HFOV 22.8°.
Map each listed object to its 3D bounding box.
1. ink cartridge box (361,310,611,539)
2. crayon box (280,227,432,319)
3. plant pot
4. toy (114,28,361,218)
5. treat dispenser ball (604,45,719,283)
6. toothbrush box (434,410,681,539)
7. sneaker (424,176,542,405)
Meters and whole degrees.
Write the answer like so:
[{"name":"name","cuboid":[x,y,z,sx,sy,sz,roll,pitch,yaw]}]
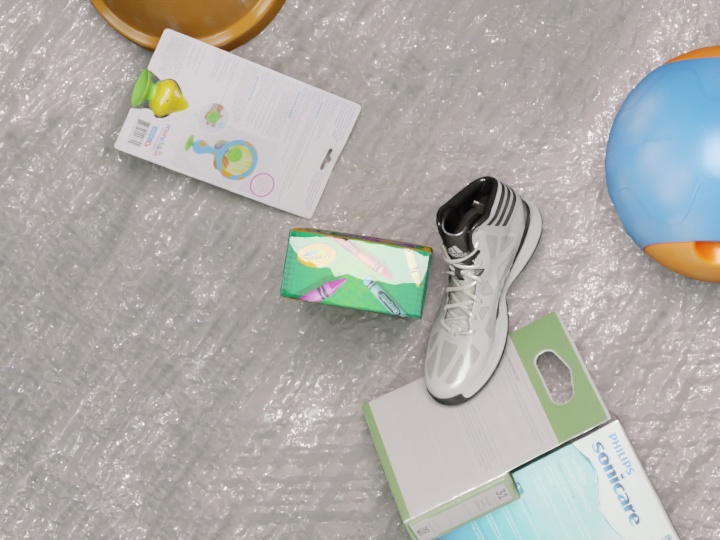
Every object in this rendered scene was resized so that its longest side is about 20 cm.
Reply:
[{"name":"ink cartridge box","cuboid":[0.112,0.137,1.568,0.199,0.146,0.048,-25,134,3]},{"name":"crayon box","cuboid":[0.000,0.000,1.535,0.118,0.200,0.059,9,92,3]},{"name":"plant pot","cuboid":[-0.159,-0.289,1.538,0.199,0.183,0.201,0,93,3]},{"name":"toy","cuboid":[-0.112,-0.134,1.593,0.199,0.047,0.116,18,105,-29]},{"name":"treat dispenser ball","cuboid":[0.308,-0.090,1.515,0.200,0.201,0.202,0,93,3]},{"name":"toothbrush box","cuboid":[0.173,0.236,1.595,0.199,0.085,0.147,-28,90,4]},{"name":"sneaker","cuboid":[0.084,0.010,1.556,0.075,0.115,0.201,13,77,36]}]
